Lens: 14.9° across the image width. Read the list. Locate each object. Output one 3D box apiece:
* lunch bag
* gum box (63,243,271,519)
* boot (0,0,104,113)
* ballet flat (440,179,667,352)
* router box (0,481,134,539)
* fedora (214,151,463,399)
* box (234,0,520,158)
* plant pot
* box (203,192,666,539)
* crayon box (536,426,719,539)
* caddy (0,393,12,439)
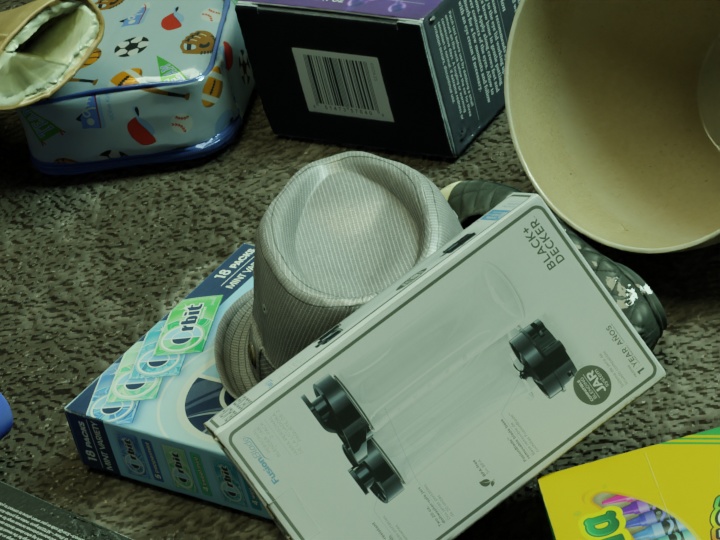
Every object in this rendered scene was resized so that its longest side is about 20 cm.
[{"bbox_3d":[-0.149,-0.144,1.847,0.160,0.076,0.200,-9,34,14],"label":"lunch bag"},{"bbox_3d":[-0.032,0.063,1.514,0.200,0.045,0.170,12,42,36],"label":"gum box"},{"bbox_3d":[-0.274,-0.115,1.785,0.175,0.066,0.200,-51,27,-19],"label":"boot"},{"bbox_3d":[0.093,0.000,1.537,0.057,0.066,0.200,-32,36,-19],"label":"ballet flat"},{"bbox_3d":[-0.188,0.183,1.389,0.200,0.051,0.149,18,47,41],"label":"router box"},{"bbox_3d":[0.000,0.000,1.469,0.177,0.090,0.200,-11,33,5],"label":"fedora"},{"bbox_3d":[0.041,-0.173,1.783,0.148,0.104,0.200,8,40,33],"label":"box"},{"bbox_3d":[0.202,-0.107,1.571,0.200,0.200,0.134,15,7,38],"label":"plant pot"},{"bbox_3d":[0.035,0.064,1.366,0.200,0.117,0.060,-38,8,-6],"label":"box"},{"bbox_3d":[0.186,0.149,1.280,0.172,0.058,0.200,-15,32,1],"label":"crayon box"},{"bbox_3d":[-0.291,0.061,1.534,0.200,0.141,0.105,13,39,38],"label":"caddy"}]
